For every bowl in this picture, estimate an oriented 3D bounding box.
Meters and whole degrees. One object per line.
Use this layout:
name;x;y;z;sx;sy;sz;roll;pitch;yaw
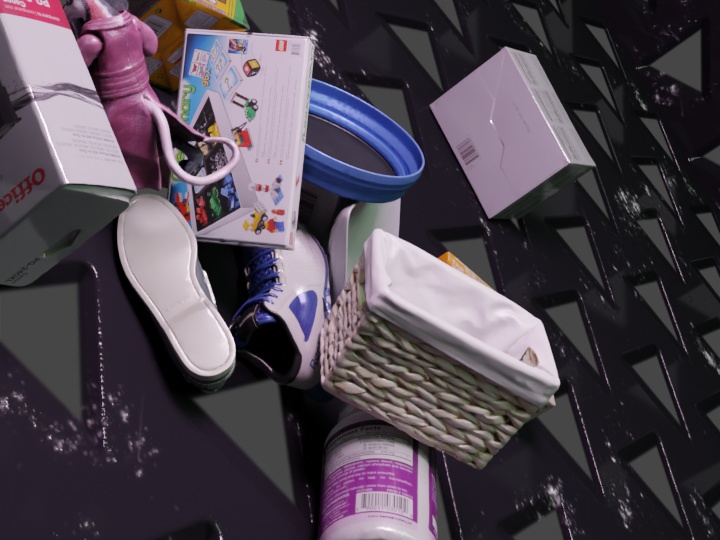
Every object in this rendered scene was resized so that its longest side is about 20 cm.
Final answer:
bowl;-0.030;-0.137;1.398;0.198;0.040;0.201;23;25;-11

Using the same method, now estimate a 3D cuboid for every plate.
plate;0.000;0.000;1.451;0.200;0.032;0.203;-47;143;-63

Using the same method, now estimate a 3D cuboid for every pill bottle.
pill bottle;0.017;0.204;1.270;0.112;0.112;0.201;41;31;-28

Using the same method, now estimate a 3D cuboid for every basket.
basket;0.067;0.077;1.264;0.198;0.124;0.136;28;23;-14

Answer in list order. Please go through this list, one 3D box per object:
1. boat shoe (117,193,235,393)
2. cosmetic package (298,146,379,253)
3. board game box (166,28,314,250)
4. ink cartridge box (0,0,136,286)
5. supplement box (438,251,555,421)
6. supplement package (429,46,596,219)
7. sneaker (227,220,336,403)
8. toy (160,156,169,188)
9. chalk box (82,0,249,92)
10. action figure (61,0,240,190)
boat shoe;-0.170;0.023;1.234;0.202;0.072;0.062;61;-17;24
cosmetic package;-0.031;-0.096;1.501;0.084;0.109;0.200;25;22;11
board game box;-0.116;-0.125;1.294;0.035;0.124;0.204;27;69;-80
ink cartridge box;-0.282;-0.110;1.071;0.083;0.144;0.202;6;55;-58
supplement box;0.149;0.088;1.662;0.199;0.073;0.127;38;32;-33
supplement package;0.227;-0.201;2.021;0.110;0.155;0.202;-2;62;-58
sneaker;-0.082;0.031;1.327;0.115;0.080;0.202;15;50;-56
toy;-0.232;-0.149;1.308;0.199;0.047;0.117;10;54;-55
chalk box;-0.221;-0.316;1.426;0.123;0.124;0.202;18;46;-51
action figure;-0.214;-0.163;1.189;0.134;0.148;0.203;-36;124;-36
